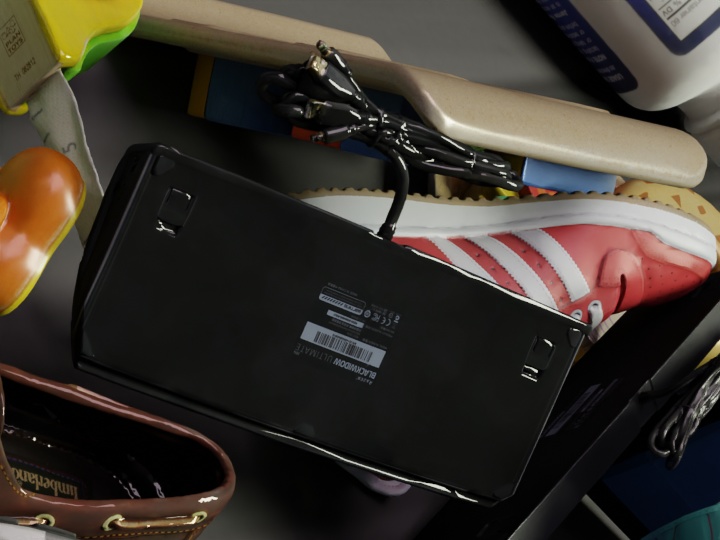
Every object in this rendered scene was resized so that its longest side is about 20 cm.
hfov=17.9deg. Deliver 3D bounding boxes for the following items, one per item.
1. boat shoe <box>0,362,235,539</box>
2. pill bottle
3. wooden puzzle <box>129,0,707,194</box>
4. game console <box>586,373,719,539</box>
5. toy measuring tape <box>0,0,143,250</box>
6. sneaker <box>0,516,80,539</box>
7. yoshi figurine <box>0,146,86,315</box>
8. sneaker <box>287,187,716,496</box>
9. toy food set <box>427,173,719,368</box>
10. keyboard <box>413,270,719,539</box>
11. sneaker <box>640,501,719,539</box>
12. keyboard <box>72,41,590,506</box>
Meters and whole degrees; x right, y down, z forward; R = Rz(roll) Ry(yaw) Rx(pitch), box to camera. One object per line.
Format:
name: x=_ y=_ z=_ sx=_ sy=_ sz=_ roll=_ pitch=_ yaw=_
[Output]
boat shoe: x=-0.129 y=0.050 z=0.699 sx=0.199 sy=0.070 sz=0.071 roll=19 pitch=48 yaw=-40
pill bottle: x=0.158 y=-0.155 z=1.187 sx=0.200 sy=0.119 sz=0.120 roll=48 pitch=34 yaw=-11
wooden puzzle: x=0.014 y=-0.065 z=0.927 sx=0.199 sy=0.047 sz=0.184 roll=22 pitch=10 yaw=41
game console: x=0.192 y=0.135 z=0.918 sx=0.200 sy=0.116 sz=0.176 roll=45 pitch=11 yaw=-16
toy measuring tape: x=-0.101 y=-0.075 z=0.844 sx=0.073 sy=0.073 sz=0.201 roll=-3 pitch=63 yaw=-52
sneaker: x=-0.074 y=0.152 z=0.676 sx=0.200 sy=0.076 sz=0.088 roll=39 pitch=42 yaw=-22
yoshi figurine: x=-0.183 y=-0.070 z=0.716 sx=0.199 sy=0.112 sz=0.112 roll=33 pitch=23 yaw=-26
sneaker: x=0.055 y=0.030 z=0.898 sx=0.198 sy=0.071 sz=0.113 roll=0 pitch=66 yaw=-19
toy food set: x=0.108 y=0.005 z=1.048 sx=0.200 sy=0.049 sz=0.199 roll=40 pitch=36 yaw=-21
keyboard: x=0.103 y=0.056 z=0.885 sx=0.200 sy=0.127 sz=0.021 roll=-44 pitch=104 yaw=-38
sneaker: x=0.132 y=0.146 z=0.803 sx=0.200 sy=0.083 sz=0.121 roll=-15 pitch=77 yaw=-63
keyboard: x=0.000 y=0.000 z=0.779 sx=0.199 sy=0.128 sz=0.021 roll=22 pitch=4 yaw=-36
